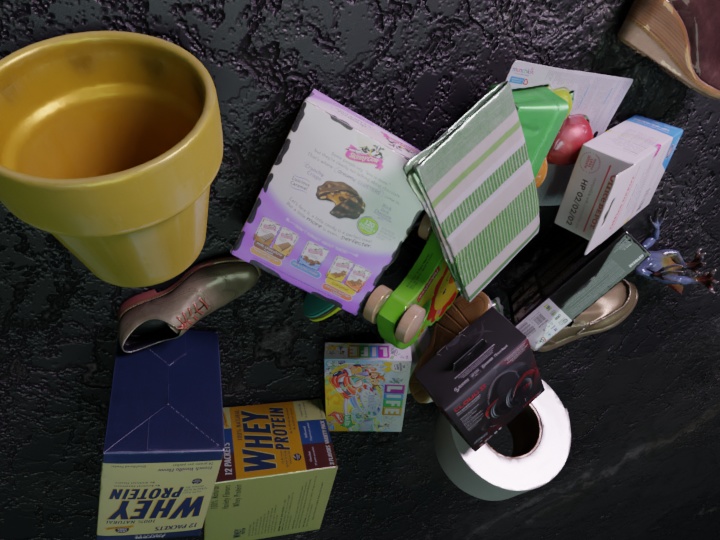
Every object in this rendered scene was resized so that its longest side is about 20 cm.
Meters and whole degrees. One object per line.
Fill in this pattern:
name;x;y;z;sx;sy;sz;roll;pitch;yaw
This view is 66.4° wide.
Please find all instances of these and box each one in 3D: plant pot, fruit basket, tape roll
plant pot;-0.227;-0.087;0.523;0.200;0.201;0.189;-8;145;-12
fruit basket;0.226;-0.163;0.689;0.199;0.094;0.186;-9;133;-32
tape roll;0.235;0.279;0.942;0.202;0.204;0.139;-9;153;-11

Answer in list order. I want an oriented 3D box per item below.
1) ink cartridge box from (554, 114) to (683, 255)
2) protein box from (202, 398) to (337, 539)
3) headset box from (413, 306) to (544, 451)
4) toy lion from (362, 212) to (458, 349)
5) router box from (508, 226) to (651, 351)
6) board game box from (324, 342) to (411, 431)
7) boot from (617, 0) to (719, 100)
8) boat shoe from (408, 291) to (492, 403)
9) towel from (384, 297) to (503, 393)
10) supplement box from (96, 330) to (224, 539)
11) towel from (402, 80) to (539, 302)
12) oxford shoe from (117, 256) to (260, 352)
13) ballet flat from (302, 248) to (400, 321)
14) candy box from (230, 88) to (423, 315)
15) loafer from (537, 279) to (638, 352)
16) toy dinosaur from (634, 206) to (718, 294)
ink cartridge box;0.319;-0.113;0.698;0.200;0.068;0.116;-29;140;-37
protein box;-0.163;0.337;0.923;0.199;0.135;0.199;-1;129;-19
headset box;0.174;0.156;0.788;0.148;0.075;0.200;-39;138;-5
toy lion;0.096;0.019;0.731;0.200;0.068;0.192;-55;157;-13
router box;0.307;0.011;0.803;0.051;0.149;0.200;43;111;-3
board game box;0.008;0.196;0.904;0.134;0.034;0.201;0;132;-1
boot;0.412;-0.301;0.629;0.199;0.073;0.167;17;123;-26
boat shoe;0.148;0.118;0.848;0.069;0.071;0.201;13;115;-39
towel;0.148;0.130;0.923;0.199;0.023;0.153;-19;131;-1
supplement box;-0.271;0.219;0.744;0.134;0.200;0.200;6;127;-22
towel;0.135;-0.078;0.608;0.152;0.023;0.200;-42;129;-14
oxford shoe;-0.216;0.049;0.705;0.199;0.075;0.071;-27;131;4
ballet flat;0.000;0.000;0.748;0.067;0.067;0.200;17;121;-40
candy box;-0.029;-0.074;0.632;0.167;0.072;0.200;28;115;-11
loafer;0.367;0.070;0.920;0.200;0.076;0.067;-32;137;8
toy dinosaur;0.475;0.002;0.898;0.180;0.105;0.200;3;143;5
